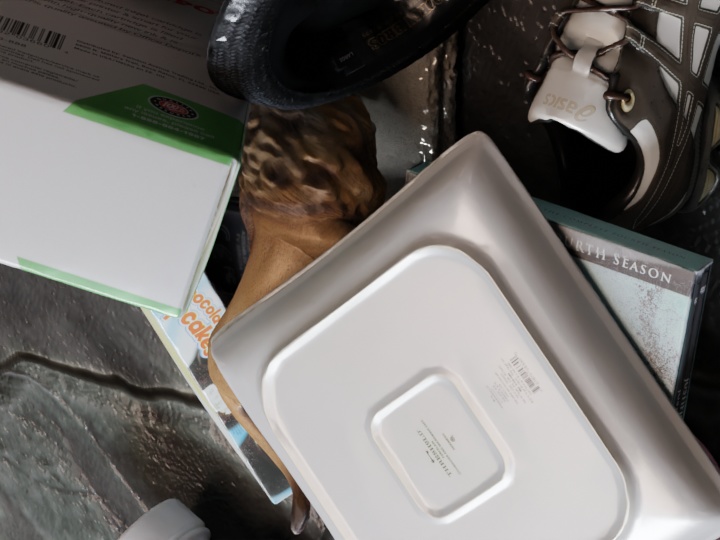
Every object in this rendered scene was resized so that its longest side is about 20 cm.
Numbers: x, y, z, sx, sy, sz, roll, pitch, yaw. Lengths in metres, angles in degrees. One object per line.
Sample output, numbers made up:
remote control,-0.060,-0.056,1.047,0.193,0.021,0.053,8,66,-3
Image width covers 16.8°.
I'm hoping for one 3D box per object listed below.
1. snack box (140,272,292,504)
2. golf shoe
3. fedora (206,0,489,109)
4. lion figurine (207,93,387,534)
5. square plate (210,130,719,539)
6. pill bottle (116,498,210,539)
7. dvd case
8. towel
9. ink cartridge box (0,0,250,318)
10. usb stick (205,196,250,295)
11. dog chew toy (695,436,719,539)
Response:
snack box,-0.093,0.020,1.281,0.116,0.037,0.201,49,170,52
golf shoe,0.114,-0.102,1.029,0.077,0.094,0.201,16,126,38
fedora,-0.001,-0.163,1.047,0.092,0.200,0.201,55,142,21
lion figurine,-0.032,0.012,1.158,0.122,0.072,0.201,30,103,20
square plate,0.039,0.071,1.070,0.198,0.028,0.201,-37,85,38
pill bottle,-0.066,0.231,1.426,0.200,0.111,0.111,42,139,14
dvd case,0.072,0.065,1.076,0.145,0.022,0.201,21,117,26
towel,-0.008,-0.079,1.213,0.132,0.034,0.201,25,132,28
ink cartridge box,-0.127,-0.073,1.113,0.145,0.200,0.085,18,112,-5
usb stick,0.000,0.000,1.206,0.199,0.033,0.056,10,115,39
dog chew toy,0.084,0.097,1.183,0.200,0.124,0.125,40,139,29
